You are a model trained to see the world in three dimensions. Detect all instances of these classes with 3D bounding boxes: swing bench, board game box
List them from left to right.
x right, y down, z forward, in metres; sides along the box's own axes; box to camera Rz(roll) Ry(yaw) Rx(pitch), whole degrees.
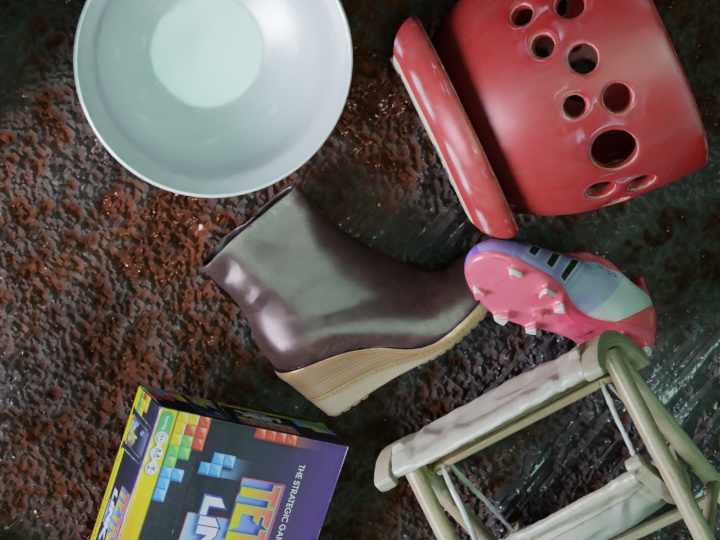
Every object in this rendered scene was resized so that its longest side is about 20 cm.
[{"bbox_3d":[-0.118,0.203,1.605,0.165,0.057,0.201,14,100,-27],"label":"board game box"},{"bbox_3d":[0.150,0.163,1.596,0.199,0.130,0.200,-29,103,21],"label":"swing bench"}]

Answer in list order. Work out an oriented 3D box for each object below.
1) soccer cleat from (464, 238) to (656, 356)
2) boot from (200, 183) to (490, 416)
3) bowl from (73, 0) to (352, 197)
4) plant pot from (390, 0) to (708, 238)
[{"bbox_3d":[0.152,0.011,1.595,0.200,0.077,0.067,25,141,-35],"label":"soccer cleat"},{"bbox_3d":[0.000,0.000,1.593,0.200,0.072,0.167,-36,107,3],"label":"boot"},{"bbox_3d":[-0.111,-0.159,1.533,0.200,0.090,0.202,-2,103,-9],"label":"bowl"},{"bbox_3d":[0.135,-0.129,1.527,0.182,0.200,0.201,-27,105,2],"label":"plant pot"}]
